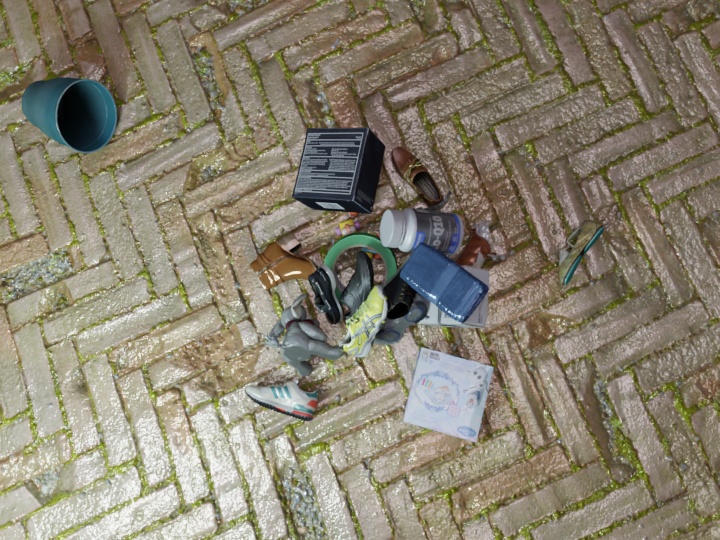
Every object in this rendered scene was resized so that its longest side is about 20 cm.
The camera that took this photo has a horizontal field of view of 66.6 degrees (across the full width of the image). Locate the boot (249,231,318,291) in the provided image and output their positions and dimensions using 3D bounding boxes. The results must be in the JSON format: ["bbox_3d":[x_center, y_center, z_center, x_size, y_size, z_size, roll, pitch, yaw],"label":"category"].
[{"bbox_3d":[-0.199,0.010,1.505,0.154,0.074,0.200,-37,71,-3],"label":"boot"}]

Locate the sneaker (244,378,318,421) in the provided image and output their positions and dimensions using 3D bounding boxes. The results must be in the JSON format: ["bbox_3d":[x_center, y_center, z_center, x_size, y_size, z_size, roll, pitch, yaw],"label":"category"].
[{"bbox_3d":[-0.206,0.329,1.467,0.198,0.070,0.094,18,65,7],"label":"sneaker"}]

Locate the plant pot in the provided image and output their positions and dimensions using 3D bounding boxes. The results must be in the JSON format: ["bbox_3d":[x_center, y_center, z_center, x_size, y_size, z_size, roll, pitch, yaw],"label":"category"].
[{"bbox_3d":[-0.835,-0.451,1.549,0.187,0.200,0.202,17,83,21],"label":"plant pot"}]

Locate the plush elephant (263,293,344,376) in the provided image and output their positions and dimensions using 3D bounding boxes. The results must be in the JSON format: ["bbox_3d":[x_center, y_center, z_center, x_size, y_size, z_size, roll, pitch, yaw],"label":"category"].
[{"bbox_3d":[-0.160,0.161,1.450,0.199,0.164,0.156,30,41,-27],"label":"plush elephant"}]

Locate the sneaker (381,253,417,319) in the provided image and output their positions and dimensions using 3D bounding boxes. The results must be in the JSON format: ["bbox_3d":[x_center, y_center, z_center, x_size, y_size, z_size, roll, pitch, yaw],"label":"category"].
[{"bbox_3d":[0.129,0.039,1.382,0.075,0.106,0.200,39,100,-29],"label":"sneaker"}]

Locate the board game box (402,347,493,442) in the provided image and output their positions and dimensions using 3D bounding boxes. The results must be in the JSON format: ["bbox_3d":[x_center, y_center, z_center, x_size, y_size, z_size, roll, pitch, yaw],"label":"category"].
[{"bbox_3d":[0.231,0.326,1.450,0.198,0.043,0.201,15,82,4],"label":"board game box"}]

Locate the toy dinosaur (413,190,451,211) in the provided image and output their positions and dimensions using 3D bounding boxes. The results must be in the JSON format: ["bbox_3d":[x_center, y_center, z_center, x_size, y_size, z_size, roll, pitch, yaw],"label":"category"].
[{"bbox_3d":[0.167,-0.144,1.500,0.199,0.088,0.048,-21,43,11],"label":"toy dinosaur"}]

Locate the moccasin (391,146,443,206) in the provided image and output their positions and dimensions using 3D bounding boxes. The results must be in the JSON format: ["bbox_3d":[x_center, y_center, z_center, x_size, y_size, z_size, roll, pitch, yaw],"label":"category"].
[{"bbox_3d":[0.156,-0.263,1.521,0.073,0.078,0.202,-31,81,-2],"label":"moccasin"}]

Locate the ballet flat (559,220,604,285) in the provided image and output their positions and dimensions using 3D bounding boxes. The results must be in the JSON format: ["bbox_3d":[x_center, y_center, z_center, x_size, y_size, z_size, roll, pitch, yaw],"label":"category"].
[{"bbox_3d":[0.580,-0.053,1.483,0.070,0.071,0.201,35,85,7],"label":"ballet flat"}]

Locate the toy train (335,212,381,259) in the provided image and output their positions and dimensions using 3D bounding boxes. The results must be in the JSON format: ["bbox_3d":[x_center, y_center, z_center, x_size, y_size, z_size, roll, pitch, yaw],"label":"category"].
[{"bbox_3d":[0.015,-0.127,1.520,0.150,0.056,0.200,-44,82,-4],"label":"toy train"}]

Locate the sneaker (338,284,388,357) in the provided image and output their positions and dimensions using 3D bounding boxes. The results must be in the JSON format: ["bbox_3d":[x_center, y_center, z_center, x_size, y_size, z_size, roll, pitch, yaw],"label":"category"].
[{"bbox_3d":[0.009,0.128,1.365,0.076,0.075,0.201,13,108,-23],"label":"sneaker"}]

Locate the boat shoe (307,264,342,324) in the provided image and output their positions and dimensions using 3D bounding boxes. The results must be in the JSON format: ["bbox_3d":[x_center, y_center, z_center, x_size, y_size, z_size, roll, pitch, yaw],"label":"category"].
[{"bbox_3d":[-0.096,0.073,1.435,0.060,0.201,0.075,-32,41,-23],"label":"boat shoe"}]

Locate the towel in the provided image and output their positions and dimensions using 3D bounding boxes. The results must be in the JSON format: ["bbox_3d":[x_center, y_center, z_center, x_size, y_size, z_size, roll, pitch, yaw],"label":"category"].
[{"bbox_3d":[0.196,0.027,1.303,0.200,0.048,0.112,38,95,24],"label":"towel"}]

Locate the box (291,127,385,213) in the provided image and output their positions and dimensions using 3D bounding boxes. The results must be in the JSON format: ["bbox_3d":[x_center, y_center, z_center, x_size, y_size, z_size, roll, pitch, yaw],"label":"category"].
[{"bbox_3d":[-0.056,-0.269,1.480,0.199,0.123,0.200,8,82,29],"label":"box"}]

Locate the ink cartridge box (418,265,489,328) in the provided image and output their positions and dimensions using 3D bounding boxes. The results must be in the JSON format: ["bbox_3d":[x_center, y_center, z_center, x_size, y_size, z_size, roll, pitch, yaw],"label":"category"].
[{"bbox_3d":[0.228,0.069,1.404,0.083,0.199,0.146,11,81,-31],"label":"ink cartridge box"}]

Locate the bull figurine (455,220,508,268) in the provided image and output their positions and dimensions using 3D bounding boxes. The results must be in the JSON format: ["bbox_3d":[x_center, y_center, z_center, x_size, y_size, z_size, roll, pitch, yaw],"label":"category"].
[{"bbox_3d":[0.317,-0.035,1.479,0.121,0.065,0.201,34,92,40],"label":"bull figurine"}]

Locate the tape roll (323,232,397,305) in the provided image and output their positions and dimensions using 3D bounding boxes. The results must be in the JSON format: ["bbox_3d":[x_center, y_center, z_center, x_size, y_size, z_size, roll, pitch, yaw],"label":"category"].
[{"bbox_3d":[0.000,0.000,1.472,0.198,0.048,0.202,1,103,5],"label":"tape roll"}]

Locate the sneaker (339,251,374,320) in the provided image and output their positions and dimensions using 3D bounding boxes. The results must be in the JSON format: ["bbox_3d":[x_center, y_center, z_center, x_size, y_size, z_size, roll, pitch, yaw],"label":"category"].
[{"bbox_3d":[-0.009,0.050,1.424,0.090,0.076,0.202,2,102,8],"label":"sneaker"}]

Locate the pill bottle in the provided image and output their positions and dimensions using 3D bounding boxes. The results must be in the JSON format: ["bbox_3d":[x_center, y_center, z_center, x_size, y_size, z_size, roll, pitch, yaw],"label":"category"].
[{"bbox_3d":[0.158,-0.102,1.430,0.198,0.114,0.115,4,81,-19],"label":"pill bottle"}]

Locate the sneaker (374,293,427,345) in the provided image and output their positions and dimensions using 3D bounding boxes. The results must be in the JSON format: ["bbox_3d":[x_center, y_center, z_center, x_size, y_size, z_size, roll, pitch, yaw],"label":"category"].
[{"bbox_3d":[0.097,0.127,1.458,0.074,0.087,0.200,36,118,-28],"label":"sneaker"}]
